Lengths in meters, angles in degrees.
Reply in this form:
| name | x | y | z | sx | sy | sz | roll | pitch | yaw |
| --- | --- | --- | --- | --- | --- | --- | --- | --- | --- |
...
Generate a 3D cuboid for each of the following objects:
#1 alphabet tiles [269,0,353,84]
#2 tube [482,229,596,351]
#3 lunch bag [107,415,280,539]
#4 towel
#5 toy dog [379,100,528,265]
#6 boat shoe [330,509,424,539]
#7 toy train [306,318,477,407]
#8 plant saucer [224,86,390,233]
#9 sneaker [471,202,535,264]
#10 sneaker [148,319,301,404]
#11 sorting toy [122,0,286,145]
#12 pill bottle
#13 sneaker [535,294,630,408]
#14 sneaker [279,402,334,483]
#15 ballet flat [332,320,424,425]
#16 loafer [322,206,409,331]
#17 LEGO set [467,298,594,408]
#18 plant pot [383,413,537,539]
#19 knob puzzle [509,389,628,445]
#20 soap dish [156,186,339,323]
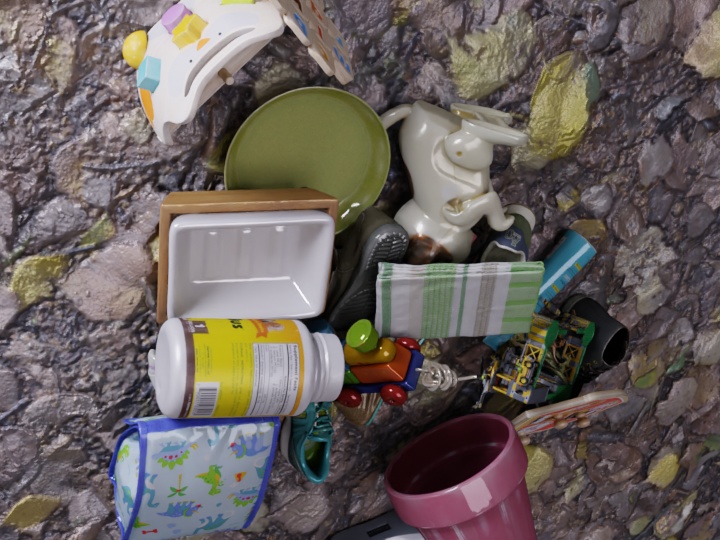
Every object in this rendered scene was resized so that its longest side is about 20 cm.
| name | x | y | z | sx | sy | sz | roll | pitch | yaw |
| --- | --- | --- | --- | --- | --- | --- | --- | --- | --- |
| alphabet tiles | -0.070 | -0.281 | 0.996 | 0.015 | 0.196 | 0.200 | -30 | 127 | 16 |
| tube | 0.247 | 0.032 | 1.391 | 0.200 | 0.050 | 0.077 | -49 | 148 | 3 |
| lunch bag | -0.199 | 0.228 | 1.177 | 0.169 | 0.128 | 0.200 | -3 | 145 | -26 |
| towel | 0.117 | 0.035 | 1.205 | 0.198 | 0.031 | 0.150 | -2 | 146 | -2 |
| toy dog | 0.100 | -0.094 | 1.203 | 0.192 | 0.140 | 0.201 | 6 | 111 | -16 |
| boat shoe | 0.053 | 0.411 | 1.455 | 0.201 | 0.075 | 0.087 | -16 | 119 | -18 |
| toy train | 0.030 | 0.100 | 1.188 | 0.116 | 0.199 | 0.085 | 46 | 50 | -37 |
| plant saucer | -0.063 | -0.125 | 1.149 | 0.198 | 0.031 | 0.201 | -10 | 125 | -15 |
| sneaker | 0.173 | 0.014 | 1.288 | 0.067 | 0.090 | 0.201 | 19 | 129 | 5 |
| sneaker | -0.161 | 0.096 | 1.191 | 0.199 | 0.075 | 0.100 | -25 | 123 | -15 |
| sorting toy | -0.146 | -0.213 | 0.982 | 0.200 | 0.180 | 0.107 | -43 | 120 | 0 |
| pill bottle | -0.123 | 0.109 | 1.104 | 0.199 | 0.109 | 0.110 | 2 | 112 | -23 |
| sneaker | 0.321 | 0.146 | 1.447 | 0.074 | 0.106 | 0.201 | 1 | 114 | -28 |
| sneaker | -0.058 | 0.184 | 1.285 | 0.077 | 0.080 | 0.201 | -10 | 117 | -23 |
| ballet flat | 0.026 | 0.112 | 1.313 | 0.072 | 0.068 | 0.201 | 30 | 102 | -14 |
| loafer | 0.000 | 0.000 | 1.222 | 0.075 | 0.070 | 0.201 | -2 | 139 | -33 |
| LEGO set | 0.226 | 0.109 | 1.361 | 0.199 | 0.115 | 0.155 | -7 | 114 | -54 |
| plant pot | 0.154 | 0.326 | 1.363 | 0.199 | 0.200 | 0.180 | -28 | 105 | -13 |
| knob puzzle | 0.300 | 0.214 | 1.421 | 0.218 | 0.031 | 0.220 | -15 | 162 | -5 |
| soap dish | -0.132 | -0.019 | 1.124 | 0.198 | 0.081 | 0.158 | -3 | 126 | -17 |
